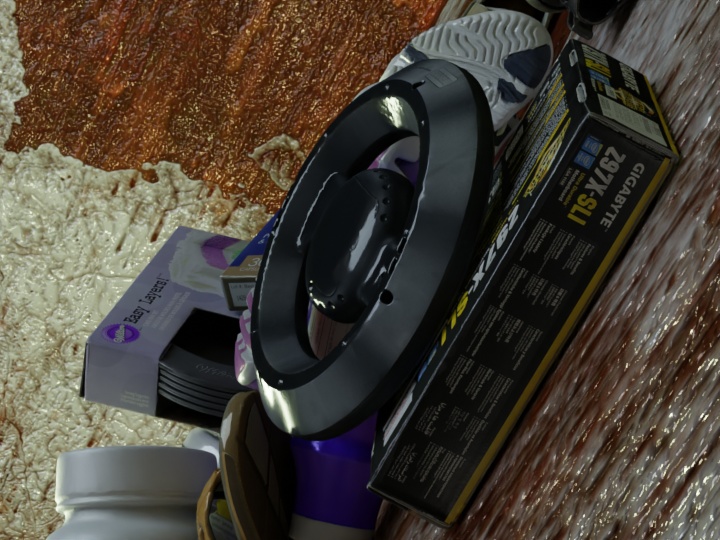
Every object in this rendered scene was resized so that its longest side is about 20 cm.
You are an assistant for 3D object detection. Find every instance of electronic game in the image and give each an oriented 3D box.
[{"bbox_3d":[0.003,-0.012,0.858,0.200,0.041,0.201,-45,32,39],"label":"electronic game"}]

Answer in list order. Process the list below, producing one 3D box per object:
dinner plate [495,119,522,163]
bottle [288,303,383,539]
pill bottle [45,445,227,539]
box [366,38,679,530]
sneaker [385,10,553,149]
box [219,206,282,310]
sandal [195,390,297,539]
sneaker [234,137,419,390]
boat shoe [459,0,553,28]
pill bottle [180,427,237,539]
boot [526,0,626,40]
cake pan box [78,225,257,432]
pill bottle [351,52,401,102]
[{"bbox_3d":[0.063,-0.002,1.074,0.201,0.024,0.200,-61,6,10],"label":"dinner plate"},{"bbox_3d":[0.003,0.053,0.956,0.083,0.065,0.201,18,-97,-67],"label":"bottle"},{"bbox_3d":[-0.131,0.208,1.005,0.114,0.113,0.201,132,139,-71],"label":"pill bottle"},{"bbox_3d":[0.072,0.000,0.814,0.201,0.049,0.160,-61,7,18],"label":"box"},{"bbox_3d":[0.078,-0.121,1.157,0.129,0.080,0.199,-28,-10,-46],"label":"sneaker"},{"bbox_3d":[-0.001,-0.033,1.197,0.200,0.120,0.033,-51,-46,-54],"label":"box"},{"bbox_3d":[-0.064,0.146,0.978,0.201,0.054,0.081,82,-167,-51],"label":"sandal"},{"bbox_3d":[0.000,0.000,1.047,0.200,0.088,0.081,-53,22,11],"label":"sneaker"},{"bbox_3d":[0.100,-0.175,1.339,0.069,0.074,0.201,115,180,-53],"label":"boat shoe"},{"bbox_3d":[-0.105,0.214,1.117,0.201,0.114,0.114,-62,5,-4],"label":"pill bottle"},{"bbox_3d":[0.170,-0.237,1.086,0.174,0.069,0.201,-130,64,-79],"label":"boot"},{"bbox_3d":[-0.072,0.047,1.170,0.200,0.183,0.053,-59,-22,-61],"label":"cake pan box"},{"bbox_3d":[0.027,-0.081,1.384,0.201,0.110,0.111,-66,6,-35],"label":"pill bottle"}]
